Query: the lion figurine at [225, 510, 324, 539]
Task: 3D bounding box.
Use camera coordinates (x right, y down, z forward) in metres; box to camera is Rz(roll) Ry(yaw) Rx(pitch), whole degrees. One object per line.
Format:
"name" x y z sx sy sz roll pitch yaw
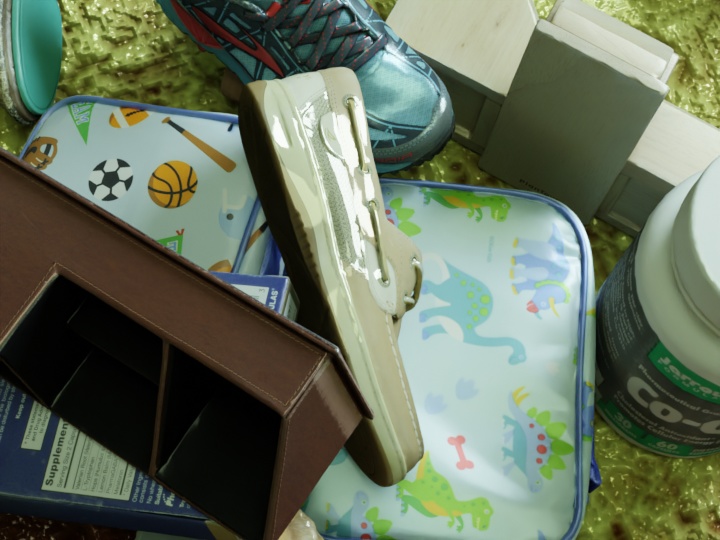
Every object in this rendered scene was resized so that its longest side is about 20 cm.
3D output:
"lion figurine" -0.017 0.197 0.780 0.122 0.073 0.200 -39 64 -22

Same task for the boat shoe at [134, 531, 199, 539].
"boat shoe" -0.053 0.209 0.862 0.073 0.068 0.200 -30 70 -11

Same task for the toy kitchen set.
"toy kitchen set" 0.136 -0.147 0.957 0.199 0.163 0.181 29 70 4

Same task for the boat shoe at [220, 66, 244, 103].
"boat shoe" -0.031 -0.176 0.999 0.071 0.076 0.201 12 68 1

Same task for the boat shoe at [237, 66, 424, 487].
"boat shoe" 0.000 0.000 0.848 0.065 0.072 0.201 -15 80 -18

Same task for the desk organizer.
"desk organizer" -0.100 0.032 0.772 0.199 0.072 0.077 29 74 25

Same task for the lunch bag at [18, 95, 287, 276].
"lunch bag" -0.115 0.015 0.902 0.159 0.076 0.201 11 70 18

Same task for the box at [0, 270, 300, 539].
"box" -0.136 0.053 0.827 0.198 0.032 0.122 6 64 14

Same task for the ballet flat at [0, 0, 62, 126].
"ballet flat" -0.194 -0.165 0.990 0.075 0.068 0.201 -2 63 17

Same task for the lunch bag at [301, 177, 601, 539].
"lunch bag" 0.042 0.058 0.916 0.159 0.083 0.201 4 70 -2

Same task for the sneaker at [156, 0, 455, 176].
"sneaker" -0.038 -0.124 0.902 0.200 0.096 0.079 38 77 12

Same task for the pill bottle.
"pill bottle" 0.180 0.016 0.883 0.112 0.200 0.114 2 70 -5
